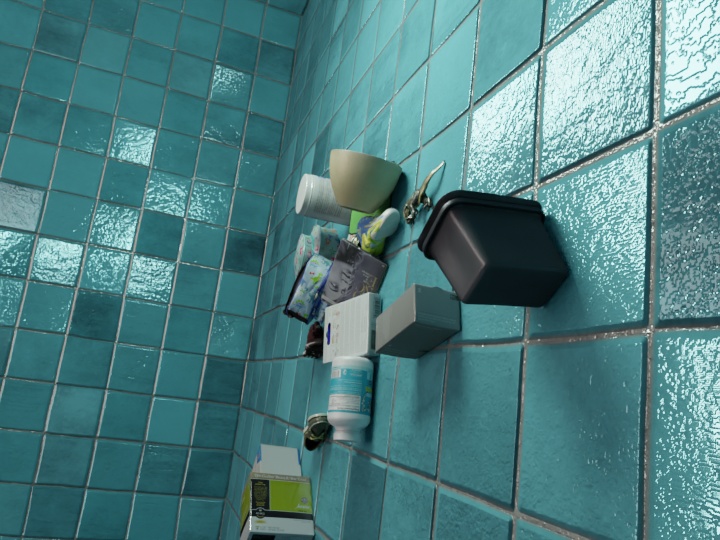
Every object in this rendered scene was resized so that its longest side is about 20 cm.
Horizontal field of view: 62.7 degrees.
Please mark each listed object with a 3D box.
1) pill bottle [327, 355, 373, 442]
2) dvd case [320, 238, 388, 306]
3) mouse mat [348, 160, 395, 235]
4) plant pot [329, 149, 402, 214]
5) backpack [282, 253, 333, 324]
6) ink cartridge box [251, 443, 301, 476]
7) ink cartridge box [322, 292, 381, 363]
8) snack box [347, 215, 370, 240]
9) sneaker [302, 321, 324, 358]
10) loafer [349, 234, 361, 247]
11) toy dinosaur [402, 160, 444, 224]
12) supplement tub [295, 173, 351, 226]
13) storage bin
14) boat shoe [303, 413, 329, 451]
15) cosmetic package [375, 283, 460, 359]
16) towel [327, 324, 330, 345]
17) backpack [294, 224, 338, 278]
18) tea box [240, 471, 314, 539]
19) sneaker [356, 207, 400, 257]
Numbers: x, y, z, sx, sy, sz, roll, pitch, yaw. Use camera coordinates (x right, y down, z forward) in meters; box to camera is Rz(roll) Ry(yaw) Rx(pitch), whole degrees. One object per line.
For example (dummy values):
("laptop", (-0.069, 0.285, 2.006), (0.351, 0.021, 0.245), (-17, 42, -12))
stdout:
("pill bottle", (-0.026, 0.324, 1.486), (0.111, 0.109, 0.204), (143, 135, -64))
("dvd case", (-0.020, 0.033, 1.617), (0.016, 0.147, 0.203), (-33, -31, -57))
("mouse mat", (0.032, -0.204, 1.679), (0.159, 0.007, 0.204), (-4, 73, 45))
("plant pot", (0.001, -0.228, 1.577), (0.200, 0.197, 0.137), (-160, 84, -72))
("backpack", (-0.137, 0.058, 1.883), (0.183, 0.145, 0.203), (-63, -4, -76))
("ink cartridge box", (-0.297, 0.728, 2.020), (0.148, 0.142, 0.203), (-110, 36, -59))
("ink cartridge box", (-0.024, 0.160, 1.587), (0.199, 0.056, 0.166), (-25, 57, 51))
("snack box", (0.000, -0.103, 1.772), (0.117, 0.036, 0.202), (-107, 33, -53))
("sneaker", (-0.148, 0.220, 1.982), (0.200, 0.074, 0.118), (137, 143, -62))
("loafer", (0.000, 0.000, 1.676), (0.069, 0.075, 0.204), (2, 87, 30))
("toy dinosaur", (0.139, -0.162, 1.378), (0.201, 0.047, 0.089), (126, 156, -47))
("supplement tub", (-0.095, -0.221, 1.869), (0.132, 0.196, 0.135), (-168, 90, -71))
("storage bin", (0.201, -0.015, 0.887), (0.136, 0.196, 0.147), (-110, 35, -42))
("boat shoe", (-0.132, 0.487, 1.781), (0.203, 0.071, 0.061), (115, 156, -53))
("cosmetic package", (0.112, 0.108, 1.204), (0.200, 0.105, 0.092), (131, 146, -60))
("towel", (-0.056, 0.132, 1.787), (0.201, 0.049, 0.149), (118, 155, -42))
("backpack", (-0.148, -0.054, 2.038), (0.179, 0.148, 0.202), (-107, 37, -57))
("tea box", (-0.256, 0.743, 1.800), (0.198, 0.196, 0.135), (-100, 28, -50))
("sneaker", (0.034, -0.120, 1.571), (0.106, 0.075, 0.201), (62, 144, 24))
